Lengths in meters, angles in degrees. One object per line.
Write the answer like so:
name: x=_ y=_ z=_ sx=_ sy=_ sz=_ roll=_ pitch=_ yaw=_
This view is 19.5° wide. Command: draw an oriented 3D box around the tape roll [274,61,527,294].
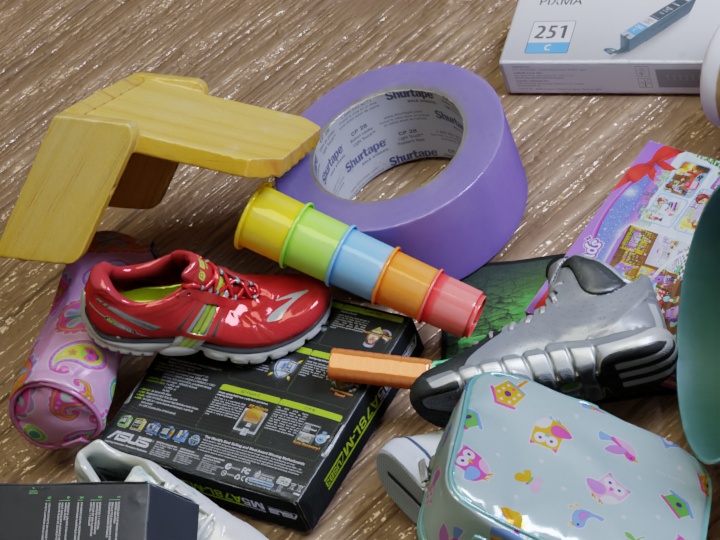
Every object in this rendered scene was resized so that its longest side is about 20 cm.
tape roll: x=0.034 y=-0.078 z=1.756 sx=0.200 sy=0.085 sz=0.200 roll=-12 pitch=44 yaw=12

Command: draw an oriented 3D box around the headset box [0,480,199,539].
headset box: x=-0.216 y=0.243 z=1.507 sx=0.200 sy=0.093 sz=0.174 roll=-4 pitch=73 yaw=19

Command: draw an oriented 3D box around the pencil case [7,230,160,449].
pencil case: x=-0.224 y=0.055 z=1.724 sx=0.087 sy=0.087 sz=0.200 roll=-5 pitch=39 yaw=17

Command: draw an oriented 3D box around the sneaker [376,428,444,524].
sneaker: x=0.093 y=0.178 z=1.509 sx=0.071 sy=0.073 sz=0.200 roll=-24 pitch=50 yaw=-24

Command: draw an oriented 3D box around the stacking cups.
stacking cups: x=0.000 y=0.000 z=1.648 sx=0.200 sy=0.061 sz=0.061 roll=27 pitch=59 yaw=8

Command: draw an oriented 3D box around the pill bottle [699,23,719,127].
pill bottle: x=0.381 y=-0.140 z=1.664 sx=0.200 sy=0.114 sz=0.114 roll=24 pitch=61 yaw=36

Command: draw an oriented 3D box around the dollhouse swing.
dollhouse swing: x=-0.157 y=-0.064 z=1.709 sx=0.176 sy=0.182 sz=0.200 roll=28 pitch=19 yaw=4

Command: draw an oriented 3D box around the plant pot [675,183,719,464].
plant pot: x=0.326 y=0.041 z=1.464 sx=0.161 sy=0.201 sz=0.201 roll=5 pitch=46 yaw=-8

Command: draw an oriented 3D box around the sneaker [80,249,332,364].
sneaker: x=-0.120 y=0.022 z=1.648 sx=0.200 sy=0.085 sz=0.077 roll=-3 pitch=44 yaw=-7

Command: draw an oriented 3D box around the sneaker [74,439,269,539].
sneaker: x=-0.145 y=0.191 z=1.583 sx=0.200 sy=0.080 sz=0.070 roll=21 pitch=57 yaw=33

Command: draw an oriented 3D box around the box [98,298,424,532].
box: x=-0.080 y=0.100 z=1.667 sx=0.200 sy=0.048 sz=0.193 roll=11 pitch=51 yaw=30

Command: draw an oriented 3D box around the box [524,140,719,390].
box: x=0.239 y=-0.007 z=1.639 sx=0.137 sy=0.039 sz=0.200 roll=20 pitch=58 yaw=33

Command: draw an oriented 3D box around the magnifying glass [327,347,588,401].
magnifying glass: x=0.075 y=0.084 z=1.600 sx=0.200 sy=0.022 sz=0.080 roll=7 pitch=69 yaw=6

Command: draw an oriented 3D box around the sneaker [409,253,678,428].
sneaker: x=0.131 y=0.048 z=1.568 sx=0.200 sy=0.075 sz=0.116 roll=-12 pitch=52 yaw=6

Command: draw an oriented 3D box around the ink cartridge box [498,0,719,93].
ink cartridge box: x=0.239 y=-0.231 z=1.854 sx=0.200 sy=0.045 sz=0.176 roll=2 pitch=51 yaw=23

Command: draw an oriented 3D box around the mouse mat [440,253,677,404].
mouse mat: x=0.160 y=0.045 z=1.652 sx=0.200 sy=0.008 sz=0.161 roll=-8 pitch=47 yaw=13

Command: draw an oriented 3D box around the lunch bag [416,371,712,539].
lunch bag: x=0.136 y=0.165 z=1.430 sx=0.200 sy=0.077 sz=0.160 roll=23 pitch=41 yaw=-4
